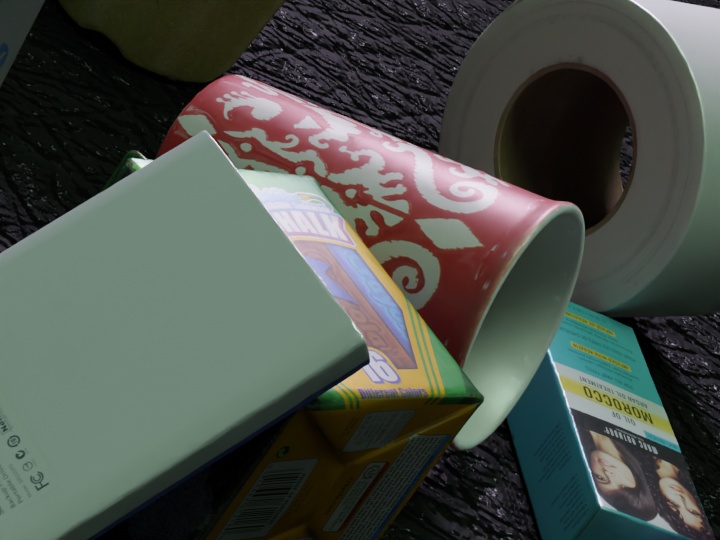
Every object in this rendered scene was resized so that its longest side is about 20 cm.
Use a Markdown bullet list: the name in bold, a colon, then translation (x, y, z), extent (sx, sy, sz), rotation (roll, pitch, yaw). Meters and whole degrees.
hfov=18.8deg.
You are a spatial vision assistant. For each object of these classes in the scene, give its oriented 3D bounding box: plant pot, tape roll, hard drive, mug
- **plant pot**: translation (-0.095, -0.225, 1.331), extent (0.200, 0.185, 0.201), rotation (28, 27, -15)
- **tape roll**: translation (0.166, -0.071, 1.358), extent (0.139, 0.203, 0.203), rotation (-1, 43, -49)
- **hard drive**: translation (-0.114, 0.041, 0.891), extent (0.132, 0.199, 0.025), rotation (51, -13, 31)
- **mug**: translation (-0.006, 0.004, 1.128), extent (0.199, 0.178, 0.133), rotation (27, 44, 20)

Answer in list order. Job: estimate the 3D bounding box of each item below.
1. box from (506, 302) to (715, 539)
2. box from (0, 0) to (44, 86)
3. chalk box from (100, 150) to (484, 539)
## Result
- **box**: translation (0.131, 0.095, 1.211), extent (0.082, 0.049, 0.201), rotation (22, 29, -23)
- **box**: translation (-0.203, -0.174, 1.100), extent (0.041, 0.200, 0.156), rotation (43, 27, 17)
- **chalk box**: translation (-0.065, 0.032, 1.004), extent (0.123, 0.125, 0.200), rotation (4, 41, -46)
